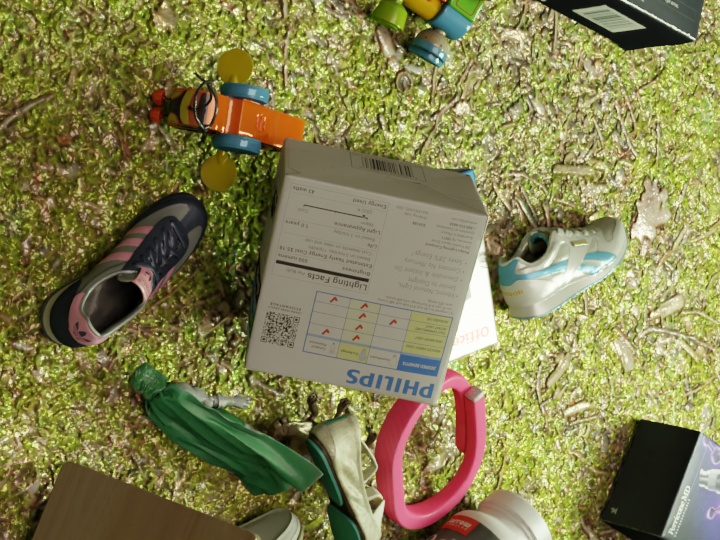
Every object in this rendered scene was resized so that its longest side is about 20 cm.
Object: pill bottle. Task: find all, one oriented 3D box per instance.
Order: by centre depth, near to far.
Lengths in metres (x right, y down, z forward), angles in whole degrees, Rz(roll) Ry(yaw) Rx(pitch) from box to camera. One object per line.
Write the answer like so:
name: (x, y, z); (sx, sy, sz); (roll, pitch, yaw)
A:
pill bottle: (0.115, 0.341, 1.517); (0.200, 0.116, 0.116); (-37, 114, -30)

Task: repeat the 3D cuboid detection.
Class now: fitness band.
fitness band: (0.077, 0.198, 1.482); (0.143, 0.037, 0.201); (-34, 137, -29)

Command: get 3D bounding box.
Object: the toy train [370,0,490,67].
toy train: (0.045, -0.309, 1.443); (0.200, 0.085, 0.116); (28, 90, -35)

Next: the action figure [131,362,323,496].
action figure: (-0.142, 0.152, 1.328); (0.200, 0.118, 0.055); (38, 48, -24)

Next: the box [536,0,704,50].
box: (0.315, -0.393, 1.615); (0.196, 0.117, 0.201); (17, 82, -37)

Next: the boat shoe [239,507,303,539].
boat shoe: (-0.141, 0.293, 1.342); (0.200, 0.075, 0.069); (-36, 120, -29)

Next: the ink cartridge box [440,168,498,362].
ink cartridge box: (0.061, 0.002, 1.468); (0.145, 0.084, 0.201); (-19, 105, -34)

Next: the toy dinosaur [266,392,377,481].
toy dinosaur: (-0.037, 0.190, 1.439); (0.101, 0.058, 0.200); (-41, 131, -9)

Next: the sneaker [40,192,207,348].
sneaker: (-0.203, 0.002, 1.267); (0.200, 0.082, 0.070); (-48, 119, -25)

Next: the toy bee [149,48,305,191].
toy bee: (-0.141, -0.157, 1.306); (0.200, 0.108, 0.132); (52, 53, -56)

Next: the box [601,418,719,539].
box: (0.429, 0.304, 1.762); (0.200, 0.104, 0.149); (33, 74, -35)

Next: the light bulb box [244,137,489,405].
light bulb box: (0.000, 0.000, 1.313); (0.197, 0.125, 0.201); (12, 111, -7)

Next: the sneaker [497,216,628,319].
sneaker: (0.244, -0.021, 1.614); (0.200, 0.076, 0.081); (-34, 111, -33)

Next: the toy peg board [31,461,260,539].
toy peg board: (-0.209, 0.309, 1.253); (0.098, 0.198, 0.201); (60, 49, -72)

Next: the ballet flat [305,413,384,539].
ballet flat: (-0.003, 0.232, 1.404); (0.062, 0.067, 0.201); (-30, 129, -21)
